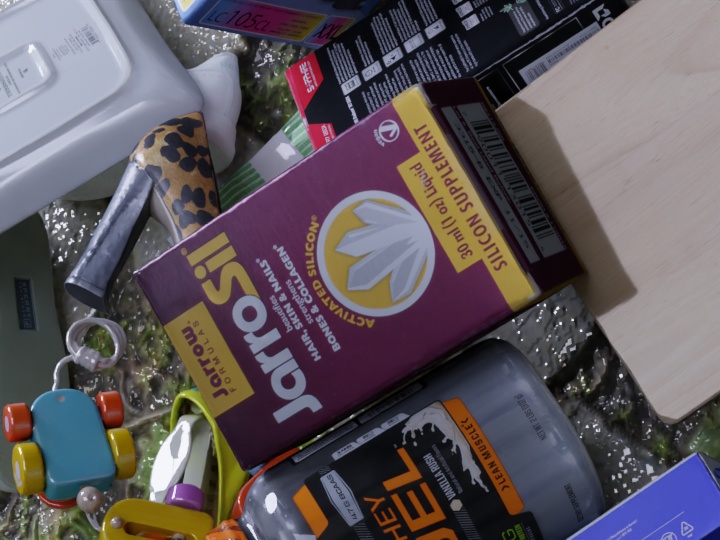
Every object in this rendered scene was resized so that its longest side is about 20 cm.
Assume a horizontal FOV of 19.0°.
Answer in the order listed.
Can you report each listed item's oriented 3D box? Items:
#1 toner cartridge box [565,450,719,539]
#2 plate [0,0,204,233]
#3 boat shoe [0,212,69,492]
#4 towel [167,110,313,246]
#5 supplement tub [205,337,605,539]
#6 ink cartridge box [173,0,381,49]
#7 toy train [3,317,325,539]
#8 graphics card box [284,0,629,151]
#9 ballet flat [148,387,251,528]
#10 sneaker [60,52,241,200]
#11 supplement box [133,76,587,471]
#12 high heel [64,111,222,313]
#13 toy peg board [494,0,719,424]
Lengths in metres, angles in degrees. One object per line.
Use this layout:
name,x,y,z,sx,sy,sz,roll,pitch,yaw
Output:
toner cartridge box,0.127,0.176,1.159,0.200,0.095,0.043,-37,62,16
plate,-0.221,-0.116,1.400,0.199,0.032,0.200,-31,43,-4
boat shoe,-0.242,0.052,1.430,0.071,0.070,0.202,-22,66,44
towel,-0.018,-0.036,1.343,0.200,0.023,0.153,-44,59,13
supplement tub,0.023,0.135,1.178,0.199,0.123,0.123,-31,61,-7
ink cartridge box,-0.014,-0.228,1.297,0.200,0.136,0.077,-44,60,33
toy train,-0.114,0.122,1.265,0.200,0.056,0.150,33,50,10
graphics card box,0.058,-0.127,1.268,0.200,0.051,0.126,-34,36,10
ballet flat,-0.107,0.167,1.311,0.067,0.067,0.201,1,77,36
sneaker,-0.165,-0.103,1.428,0.199,0.075,0.089,-4,61,24
supplement box,0.000,0.000,1.167,0.200,0.103,0.131,-33,85,22
high heel,-0.062,-0.009,1.304,0.199,0.071,0.143,26,67,2
toy peg board,0.206,-0.053,1.192,0.200,0.098,0.200,-37,77,18
